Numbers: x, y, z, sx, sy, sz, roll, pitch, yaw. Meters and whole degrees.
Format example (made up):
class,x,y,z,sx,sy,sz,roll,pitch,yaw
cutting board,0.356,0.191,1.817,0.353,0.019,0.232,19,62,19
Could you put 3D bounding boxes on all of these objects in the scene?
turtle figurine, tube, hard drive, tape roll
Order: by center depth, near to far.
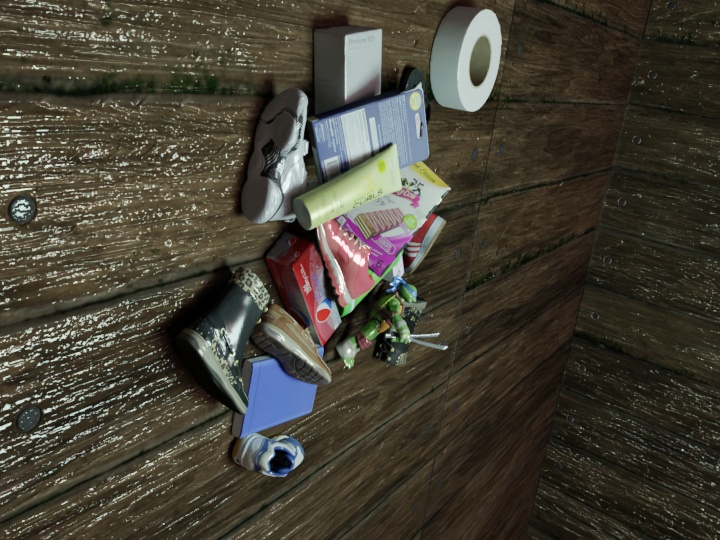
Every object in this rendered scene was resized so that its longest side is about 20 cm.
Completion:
class,x,y,z,sx,sy,sz,roll,pitch,yaw
tube,-0.012,-0.126,1.046,0.197,0.053,0.058,-29,167,-29
hard drive,-0.143,0.211,1.209,0.198,0.025,0.136,-5,109,-57
turtle figurine,0.059,0.136,1.320,0.192,0.144,0.202,-34,116,2
tape roll,0.223,-0.443,1.417,0.201,0.069,0.208,-33,131,-46

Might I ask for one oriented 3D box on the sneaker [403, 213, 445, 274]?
class,x,y,z,sx,sy,sz,roll,pitch,yaw
sneaker,0.101,-0.076,1.430,0.072,0.111,0.201,-52,174,-31

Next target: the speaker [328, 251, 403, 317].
class,x,y,z,sx,sy,sz,roll,pitch,yaw
speaker,0.000,0.000,1.274,0.200,0.087,0.090,-44,140,-38

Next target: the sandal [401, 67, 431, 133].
class,x,y,z,sx,sy,sz,roll,pitch,yaw
sandal,0.113,-0.296,1.336,0.075,0.047,0.206,-34,133,-45

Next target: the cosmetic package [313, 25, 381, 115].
class,x,y,z,sx,sy,sz,roll,pitch,yaw
cosmetic package,-0.020,-0.286,1.100,0.101,0.073,0.206,-29,129,-46

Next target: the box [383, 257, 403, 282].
class,x,y,z,sx,sy,sz,roll,pitch,yaw
box,0.054,-0.068,1.370,0.039,0.041,0.204,-44,139,-36

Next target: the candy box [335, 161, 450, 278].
class,x,y,z,sx,sy,sz,roll,pitch,yaw
candy box,0.044,-0.111,1.179,0.202,0.135,0.061,-52,-166,6

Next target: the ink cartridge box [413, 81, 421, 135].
class,x,y,z,sx,sy,sz,roll,pitch,yaw
ink cartridge box,0.069,-0.237,1.247,0.117,0.065,0.206,-61,156,-63

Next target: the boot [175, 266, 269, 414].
class,x,y,z,sx,sy,sz,roll,pitch,yaw
boot,-0.186,0.111,1.032,0.155,0.072,0.206,-55,146,-29

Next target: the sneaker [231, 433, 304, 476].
class,x,y,z,sx,sy,sz,roll,pitch,yaw
sneaker,-0.147,0.343,1.214,0.199,0.086,0.077,30,79,-60

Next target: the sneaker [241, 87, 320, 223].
class,x,y,z,sx,sy,sz,roll,pitch,yaw
sneaker,-0.108,-0.167,1.027,0.114,0.074,0.205,4,107,-59

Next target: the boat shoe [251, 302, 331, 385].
class,x,y,z,sx,sy,sz,roll,pitch,yaw
boat shoe,-0.106,0.128,1.156,0.201,0.074,0.073,52,43,-41

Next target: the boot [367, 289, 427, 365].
class,x,y,z,sx,sy,sz,roll,pitch,yaw
boot,0.067,0.127,1.462,0.202,0.072,0.158,6,104,-57

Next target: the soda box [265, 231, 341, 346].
class,x,y,z,sx,sy,sz,roll,pitch,yaw
soda box,-0.095,0.035,1.153,0.064,0.069,0.203,-49,143,-29

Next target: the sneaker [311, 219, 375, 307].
class,x,y,z,sx,sy,sz,roll,pitch,yaw
sneaker,-0.029,-0.041,1.128,0.085,0.074,0.204,-21,121,-6

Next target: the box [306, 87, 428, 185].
class,x,y,z,sx,sy,sz,roll,pitch,yaw
box,0.016,-0.208,1.073,0.195,0.032,0.124,-21,121,-18
